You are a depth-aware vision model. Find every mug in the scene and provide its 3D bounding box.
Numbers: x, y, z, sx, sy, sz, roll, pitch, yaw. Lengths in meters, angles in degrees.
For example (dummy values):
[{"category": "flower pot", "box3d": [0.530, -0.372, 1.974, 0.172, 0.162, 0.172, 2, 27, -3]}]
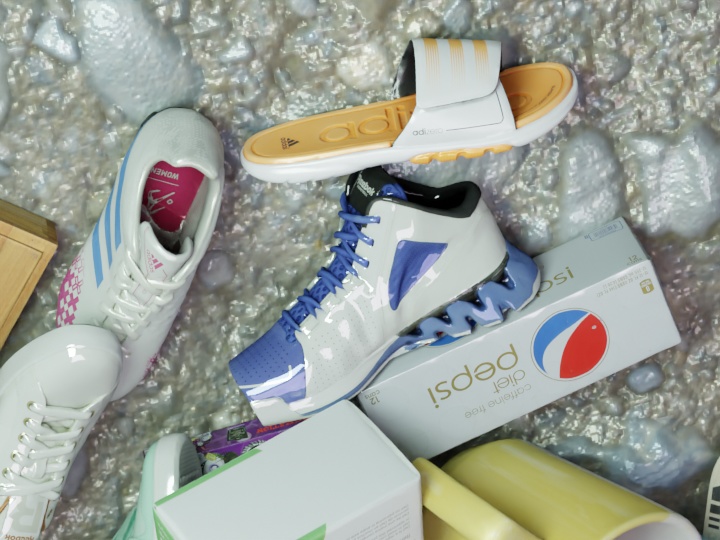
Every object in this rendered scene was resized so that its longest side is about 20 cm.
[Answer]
[{"category": "mug", "box3d": [0.109, 0.167, 1.711, 0.149, 0.153, 0.187, -31, 134, -24]}]

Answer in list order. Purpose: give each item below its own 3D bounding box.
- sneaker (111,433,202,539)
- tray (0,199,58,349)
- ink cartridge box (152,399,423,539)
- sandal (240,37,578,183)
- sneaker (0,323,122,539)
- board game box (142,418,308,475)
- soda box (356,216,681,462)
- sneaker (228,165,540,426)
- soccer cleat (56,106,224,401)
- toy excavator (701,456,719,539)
[{"category": "sneaker", "box3d": [-0.164, 0.185, 1.715, 0.118, 0.074, 0.201, 13, 115, 8]}, {"category": "tray", "box3d": [-0.271, 0.042, 1.656, 0.098, 0.037, 0.201, 23, 110, -21]}, {"category": "ink cartridge box", "box3d": [-0.039, 0.199, 1.675, 0.146, 0.084, 0.201, -27, 139, -23]}, {"category": "sandal", "box3d": [0.027, -0.101, 1.623, 0.205, 0.079, 0.059, -13, 121, -3]}, {"category": "sneaker", "box3d": [-0.192, 0.116, 1.648, 0.072, 0.085, 0.200, 9, 136, -31]}, {"category": "board game box", "box3d": [-0.060, 0.188, 1.779, 0.119, 0.032, 0.201, -17, 118, -8]}, {"category": "soda box", "box3d": [0.093, 0.046, 1.719, 0.199, 0.064, 0.068, -25, 119, 2]}, {"category": "sneaker", "box3d": [0.001, 0.000, 1.675, 0.199, 0.081, 0.116, -27, 115, -5]}, {"category": "soccer cleat", "box3d": [-0.133, 0.000, 1.635, 0.069, 0.086, 0.201, 13, 113, -17]}, {"category": "toy excavator", "box3d": [0.228, 0.187, 1.798, 0.099, 0.194, 0.201, 14, 69, -26]}]
